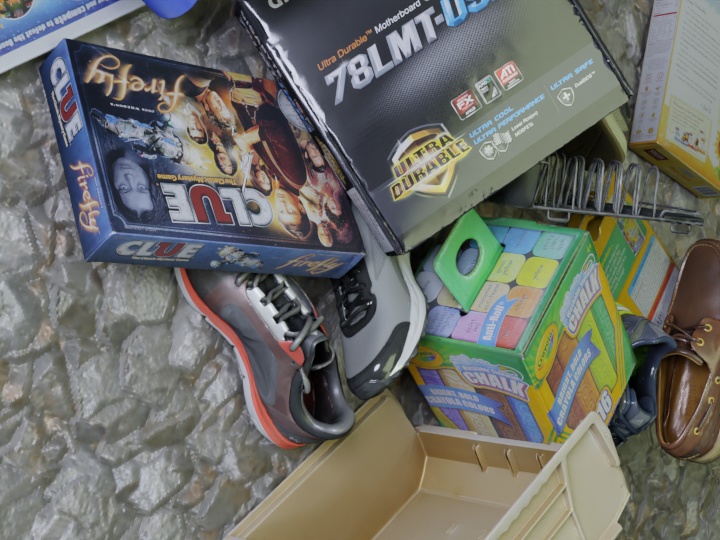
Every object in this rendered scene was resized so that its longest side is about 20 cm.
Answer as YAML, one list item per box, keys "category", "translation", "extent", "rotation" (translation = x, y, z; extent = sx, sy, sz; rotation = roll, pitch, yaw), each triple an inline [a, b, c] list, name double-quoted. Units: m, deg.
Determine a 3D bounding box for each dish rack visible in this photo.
- category: "dish rack"
  translation: [0.162, -0.068, 0.991]
  extent: [0.198, 0.153, 0.055]
  rotation: [5, 98, -23]

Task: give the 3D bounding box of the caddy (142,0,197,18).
- category: "caddy"
  translation: [-0.098, -0.251, 0.758]
  extent: [0.105, 0.140, 0.202]
  rotation: [46, 42, -49]

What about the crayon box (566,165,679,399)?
- category: "crayon box"
  translation: [0.228, 0.019, 1.149]
  extent: [0.200, 0.051, 0.126]
  rotation: [49, 58, -32]

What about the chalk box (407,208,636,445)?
- category: "chalk box"
  translation: [0.111, 0.042, 0.960]
  extent: [0.125, 0.123, 0.201]
  rotation: [-57, 138, -28]

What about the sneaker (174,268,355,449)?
- category: "sneaker"
  translation: [-0.054, 0.028, 0.855]
  extent: [0.077, 0.081, 0.201]
  rotation: [-41, 114, -36]

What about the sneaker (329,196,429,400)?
- category: "sneaker"
  translation: [0.000, 0.000, 0.898]
  extent: [0.079, 0.074, 0.202]
  rotation: [23, 49, -28]

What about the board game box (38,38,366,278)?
- category: "board game box"
  translation: [-0.096, -0.066, 0.810]
  extent: [0.199, 0.035, 0.137]
  rotation: [4, 59, -44]

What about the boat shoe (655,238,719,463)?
- category: "boat shoe"
  translation: [0.300, 0.069, 1.133]
  extent: [0.067, 0.072, 0.203]
  rotation: [12, 84, -45]

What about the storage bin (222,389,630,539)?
- category: "storage bin"
  translation: [0.051, 0.172, 0.873]
  extent: [0.198, 0.199, 0.094]
  rotation: [-41, 117, -36]

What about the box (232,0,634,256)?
- category: "box"
  translation: [0.049, -0.145, 0.851]
  extent: [0.199, 0.050, 0.200]
  rotation: [-33, 96, -9]

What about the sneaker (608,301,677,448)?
- category: "sneaker"
  translation: [0.194, 0.123, 1.048]
  extent: [0.073, 0.081, 0.202]
  rotation: [22, 86, -36]

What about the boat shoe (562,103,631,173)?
- category: "boat shoe"
  translation: [0.177, -0.176, 1.096]
  extent: [0.202, 0.071, 0.066]
  rotation: [55, 45, -28]

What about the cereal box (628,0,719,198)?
- category: "cereal box"
  translation: [0.331, -0.190, 1.260]
  extent: [0.143, 0.039, 0.202]
  rotation: [25, 72, -41]

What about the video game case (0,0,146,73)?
- category: "video game case"
  translation: [-0.214, -0.229, 0.750]
  extent: [0.143, 0.018, 0.202]
  rotation: [-36, 113, -39]
